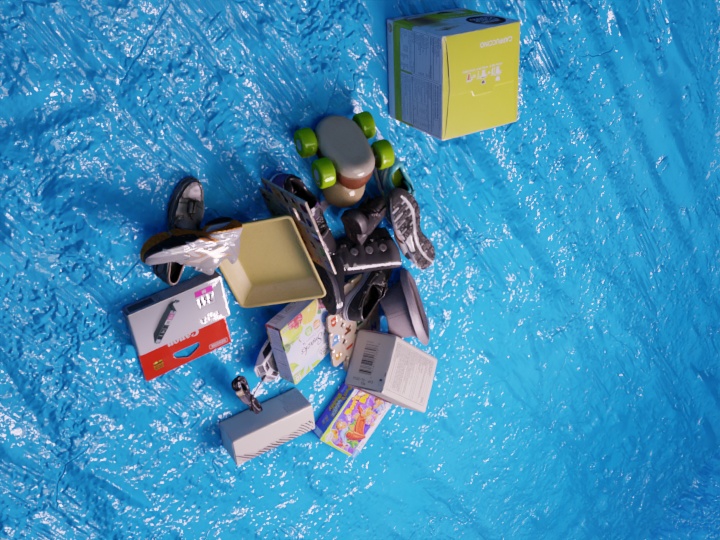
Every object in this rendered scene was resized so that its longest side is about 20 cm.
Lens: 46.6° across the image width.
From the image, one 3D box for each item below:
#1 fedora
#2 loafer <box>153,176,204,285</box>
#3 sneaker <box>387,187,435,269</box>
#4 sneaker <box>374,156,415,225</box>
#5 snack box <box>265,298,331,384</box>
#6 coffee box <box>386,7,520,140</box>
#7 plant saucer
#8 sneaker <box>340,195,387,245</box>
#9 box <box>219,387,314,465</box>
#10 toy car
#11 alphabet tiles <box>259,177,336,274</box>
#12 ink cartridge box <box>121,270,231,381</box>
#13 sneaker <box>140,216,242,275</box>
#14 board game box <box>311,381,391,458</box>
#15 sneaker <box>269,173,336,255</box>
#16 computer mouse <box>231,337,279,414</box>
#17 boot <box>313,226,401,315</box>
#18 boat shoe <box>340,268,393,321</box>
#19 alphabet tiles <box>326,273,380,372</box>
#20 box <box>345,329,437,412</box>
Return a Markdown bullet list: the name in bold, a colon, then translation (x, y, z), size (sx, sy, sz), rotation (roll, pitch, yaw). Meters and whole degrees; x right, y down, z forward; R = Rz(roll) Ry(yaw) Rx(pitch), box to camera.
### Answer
- **fedora**: translation (0.092, 0.091, 1.880), size (0.088, 0.200, 0.181), rotation (-18, 96, 8)
- **loafer**: translation (-0.328, -0.069, 1.555), size (0.071, 0.063, 0.204), rotation (11, 105, -37)
- **sneaker**: translation (0.091, -0.090, 1.774), size (0.073, 0.079, 0.203), rotation (-37, 128, -20)
- **sneaker**: translation (0.083, -0.159, 1.794), size (0.077, 0.079, 0.203), rotation (-35, 128, -16)
- **snack box**: translation (-0.106, 0.121, 1.771), size (0.200, 0.052, 0.145), rotation (-42, 133, -37)
- **coffee box**: translation (0.185, -0.400, 1.677), size (0.196, 0.197, 0.205), rotation (-18, 121, -27)
- **plant saucer**: translation (-0.182, -0.026, 1.634), size (0.049, 0.195, 0.203), rotation (-74, 149, -47)
- **sneaker**: translation (0.012, -0.116, 1.707), size (0.105, 0.059, 0.200), rotation (-53, 171, -10)
- **box**: translation (-0.202, 0.338, 1.823), size (0.197, 0.082, 0.070), rotation (-21, 123, -24)
- **toy car**: translation (-0.042, -0.193, 1.684), size (0.161, 0.159, 0.202), rotation (-19, 150, -22)
- **alphabet tiles**: translation (-0.127, -0.091, 1.598), size (0.007, 0.199, 0.169), rotation (-36, 128, -18)
- **ink cartridge box**: translation (-0.349, 0.115, 1.641), size (0.197, 0.043, 0.177), rotation (-24, 122, -24)
- **sneaker**: translation (-0.300, -0.027, 1.514), size (0.196, 0.075, 0.094), rotation (-16, 121, -30)
- **board game box**: translation (-0.008, 0.329, 1.978), size (0.134, 0.045, 0.202), rotation (36, 89, -40)
- **sneaker**: translation (-0.104, -0.103, 1.651), size (0.076, 0.087, 0.201), rotation (-49, 117, -23)
- **computer mouse**: translation (-0.195, 0.196, 1.773), size (0.202, 0.043, 0.110), rotation (-55, 136, -17)
- **boot**: translation (0.000, -0.001, 1.770), size (0.196, 0.168, 0.066), rotation (-9, 160, -33)
- **boat shoe**: translation (0.028, 0.042, 1.819), size (0.201, 0.056, 0.070), rotation (-52, 138, -37)
- **alphabet tiles**: translation (-0.015, 0.116, 1.837), size (0.195, 0.014, 0.205), rotation (-36, 128, -49)
- **box**: translation (0.071, 0.226, 1.876), size (0.199, 0.107, 0.131), rotation (33, 69, -51)
